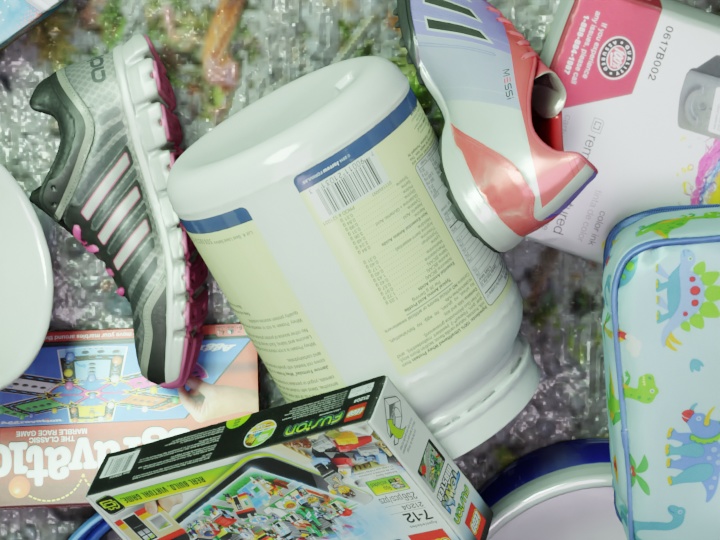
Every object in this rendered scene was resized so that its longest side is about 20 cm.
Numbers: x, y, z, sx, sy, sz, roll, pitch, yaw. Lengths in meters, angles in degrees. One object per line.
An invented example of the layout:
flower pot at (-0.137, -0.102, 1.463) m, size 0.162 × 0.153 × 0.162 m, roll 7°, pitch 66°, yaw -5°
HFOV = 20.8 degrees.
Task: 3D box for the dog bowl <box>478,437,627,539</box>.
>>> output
dog bowl at (0.143, 0.203, 1.151) m, size 0.200 × 0.079 × 0.200 m, roll 0°, pitch 102°, yaw 2°

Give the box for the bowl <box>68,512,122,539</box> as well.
bowl at (-0.096, 0.220, 1.183) m, size 0.200 × 0.039 × 0.201 m, roll 0°, pitch 103°, yaw 2°

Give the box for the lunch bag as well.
lunch bag at (0.211, 0.065, 1.033) m, size 0.161 × 0.082 × 0.200 m, roll -5°, pitch 104°, yaw 4°

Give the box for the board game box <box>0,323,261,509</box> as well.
board game box at (-0.157, 0.086, 1.144) m, size 0.200 × 0.019 × 0.103 m, roll -3°, pitch 79°, yaw 2°

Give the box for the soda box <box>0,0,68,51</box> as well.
soda box at (-0.256, -0.126, 1.096) m, size 0.200 × 0.064 × 0.068 m, roll -34°, pitch 100°, yaw 9°

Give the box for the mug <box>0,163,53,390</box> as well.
mug at (-0.286, 0.002, 1.070) m, size 0.153 × 0.150 × 0.187 m, roll -17°, pitch 137°, yaw 37°

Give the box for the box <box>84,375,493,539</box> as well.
box at (-0.040, 0.127, 1.063) m, size 0.200 × 0.035 × 0.110 m, roll -18°, pitch 122°, yaw 34°

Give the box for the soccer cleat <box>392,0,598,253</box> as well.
soccer cleat at (0.071, -0.101, 1.038) m, size 0.073 × 0.200 × 0.068 m, roll -31°, pitch 138°, yaw 21°

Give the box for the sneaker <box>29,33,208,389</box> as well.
sneaker at (-0.140, -0.029, 1.110) m, size 0.087 × 0.074 × 0.200 m, roll -9°, pitch 97°, yaw 4°

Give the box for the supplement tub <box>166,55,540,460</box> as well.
supplement tub at (0.000, 0.000, 1.071) m, size 0.145 × 0.145 × 0.200 m, roll -27°, pitch 106°, yaw 7°

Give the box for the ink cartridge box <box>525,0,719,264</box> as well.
ink cartridge box at (0.188, -0.066, 1.086) m, size 0.200 × 0.086 × 0.148 m, roll 18°, pitch 103°, yaw -1°
